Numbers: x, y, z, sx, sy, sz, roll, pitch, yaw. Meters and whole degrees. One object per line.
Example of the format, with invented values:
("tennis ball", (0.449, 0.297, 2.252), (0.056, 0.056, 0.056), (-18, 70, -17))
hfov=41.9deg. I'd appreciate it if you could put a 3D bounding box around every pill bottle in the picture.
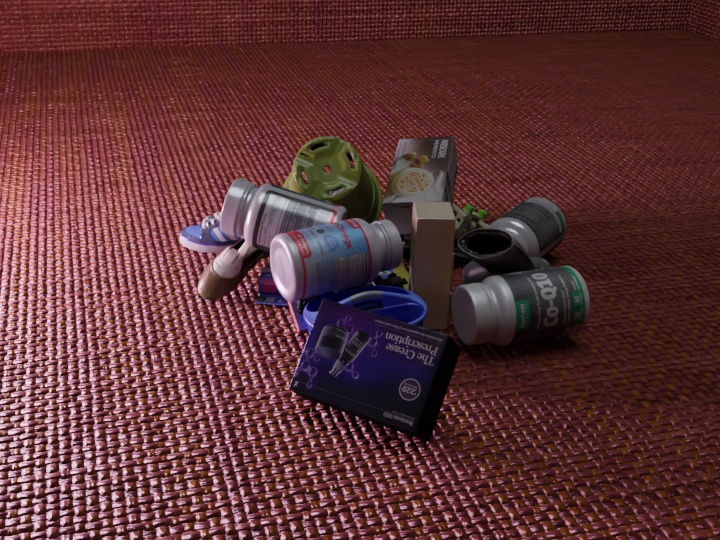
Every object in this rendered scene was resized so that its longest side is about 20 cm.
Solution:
("pill bottle", (0.256, 0.059, 1.514), (0.199, 0.114, 0.113), (-8, 28, -18))
("pill bottle", (0.301, -0.058, 1.773), (0.113, 0.114, 0.200), (17, 29, 29))
("pill bottle", (-0.037, -0.023, 1.510), (0.199, 0.109, 0.109), (-14, 30, -26))
("pill bottle", (-0.132, -0.083, 1.622), (0.199, 0.114, 0.114), (17, 28, 4))

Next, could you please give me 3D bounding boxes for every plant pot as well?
("plant pot", (-0.058, -0.158, 1.740), (0.199, 0.201, 0.190), (3, -15, 2))

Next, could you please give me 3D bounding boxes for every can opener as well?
("can opener", (0.143, -0.049, 1.786), (0.199, 0.064, 0.079), (6, -4, -4))

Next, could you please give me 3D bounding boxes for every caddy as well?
("caddy", (0.008, 0.081, 1.475), (0.199, 0.106, 0.141), (-10, 27, -22))

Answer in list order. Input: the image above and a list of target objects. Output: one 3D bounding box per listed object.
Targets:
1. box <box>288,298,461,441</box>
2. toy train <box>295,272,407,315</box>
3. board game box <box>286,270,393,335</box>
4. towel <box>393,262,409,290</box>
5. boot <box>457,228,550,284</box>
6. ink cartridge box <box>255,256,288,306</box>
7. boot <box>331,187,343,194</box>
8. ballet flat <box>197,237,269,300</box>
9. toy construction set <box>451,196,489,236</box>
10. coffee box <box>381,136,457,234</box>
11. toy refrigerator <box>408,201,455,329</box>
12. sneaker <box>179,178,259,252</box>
("box", (0.021, 0.137, 1.313), (0.199, 0.142, 0.079), (15, -11, 25))
("toy train", (-0.013, 0.043, 1.556), (0.199, 0.046, 0.034), (-11, 39, -22))
("board game box", (-0.027, 0.043, 1.590), (0.199, 0.019, 0.103), (-10, 65, -23))
("towel", (0.000, 0.000, 1.688), (0.199, 0.023, 0.144), (7, 29, -18))
("boot", (0.215, -0.015, 1.593), (0.181, 0.073, 0.200), (-11, -14, 32))
("ink cartridge box", (-0.113, 0.005, 1.704), (0.119, 0.042, 0.200), (5, 28, 7))
("boot", (-0.057, -0.129, 1.895), (0.199, 0.096, 0.073), (-18, 3, -44))
("ballet flat", (-0.213, -0.024, 1.673), (0.068, 0.072, 0.200), (41, 49, 10))
("toy construction set", (0.174, -0.114, 1.869), (0.131, 0.093, 0.200), (20, 3, -41))
("coffee box", (0.116, -0.162, 1.773), (0.114, 0.080, 0.201), (0, 43, 16))
("toy refrigerator", (0.119, -0.008, 1.559), (0.070, 0.201, 0.076), (1, 25, -3))
("sneaker", (-0.251, -0.113, 1.809), (0.199, 0.147, 0.081), (5, 26, 5))
